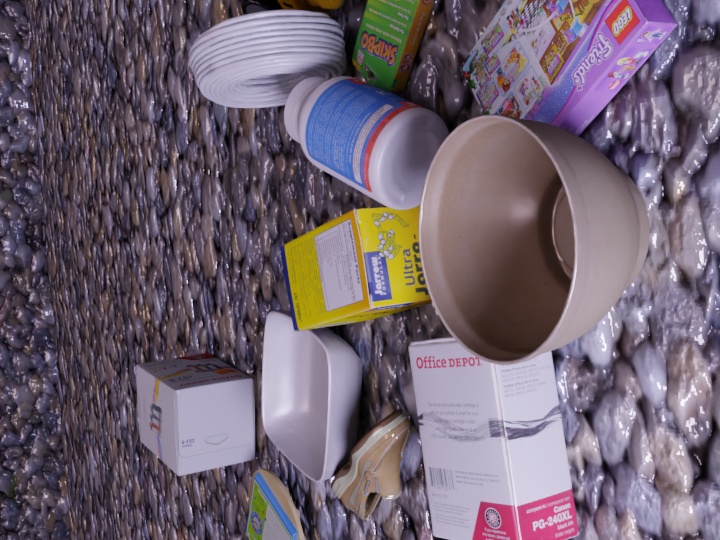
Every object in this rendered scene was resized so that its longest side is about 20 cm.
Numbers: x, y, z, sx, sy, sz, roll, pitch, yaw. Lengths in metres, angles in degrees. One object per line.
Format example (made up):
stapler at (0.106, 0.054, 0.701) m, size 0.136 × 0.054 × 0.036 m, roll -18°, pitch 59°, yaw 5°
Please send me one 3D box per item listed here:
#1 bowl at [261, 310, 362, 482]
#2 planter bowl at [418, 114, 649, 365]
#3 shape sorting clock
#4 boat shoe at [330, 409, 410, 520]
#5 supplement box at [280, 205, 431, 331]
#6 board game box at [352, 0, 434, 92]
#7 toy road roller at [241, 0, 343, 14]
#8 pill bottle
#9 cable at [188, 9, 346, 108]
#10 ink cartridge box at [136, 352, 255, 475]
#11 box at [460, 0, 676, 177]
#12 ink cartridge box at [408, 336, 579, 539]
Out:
bowl at (-0.063, 0.161, 1.227) m, size 0.199 × 0.074 × 0.204 m, roll 26°, pitch 117°, yaw 55°
planter bowl at (0.159, -0.031, 0.767) m, size 0.199 × 0.133 × 0.204 m, roll 17°, pitch 110°, yaw 57°
shape sorting clock at (-0.129, 0.411, 1.412) m, size 0.199 × 0.039 × 0.204 m, roll 18°, pitch 111°, yaw 56°
boat shoe at (0.027, 0.247, 1.113) m, size 0.076 × 0.071 × 0.201 m, roll 51°, pitch 145°, yaw 21°
supplement box at (0.000, 0.000, 1.061) m, size 0.199 × 0.108 × 0.111 m, roll -20°, pitch 79°, yaw 59°
board game box at (0.043, -0.301, 1.016) m, size 0.096 × 0.030 × 0.202 m, roll 55°, pitch 137°, yaw 38°
toy road roller at (-0.087, -0.388, 1.077) m, size 0.144 × 0.200 × 0.124 m, roll 14°, pitch 70°, yaw 32°
pill bottle at (-0.001, -0.154, 1.014) m, size 0.199 × 0.111 × 0.114 m, roll 33°, pitch 123°, yaw 43°
cable at (-0.115, -0.261, 1.121) m, size 0.197 × 0.199 × 0.071 m, roll -12°, pitch 86°, yaw 36°
ink cartridge box at (-0.283, 0.240, 1.537) m, size 0.199 × 0.143 × 0.148 m, roll 14°, pitch 107°, yaw 56°
box at (0.175, -0.198, 0.803) m, size 0.200 × 0.039 × 0.139 m, roll -52°, pitch 51°, yaw 49°
ink cartridge box at (0.129, 0.164, 0.899) m, size 0.144 × 0.082 × 0.204 m, roll -13°, pitch 84°, yaw 59°
